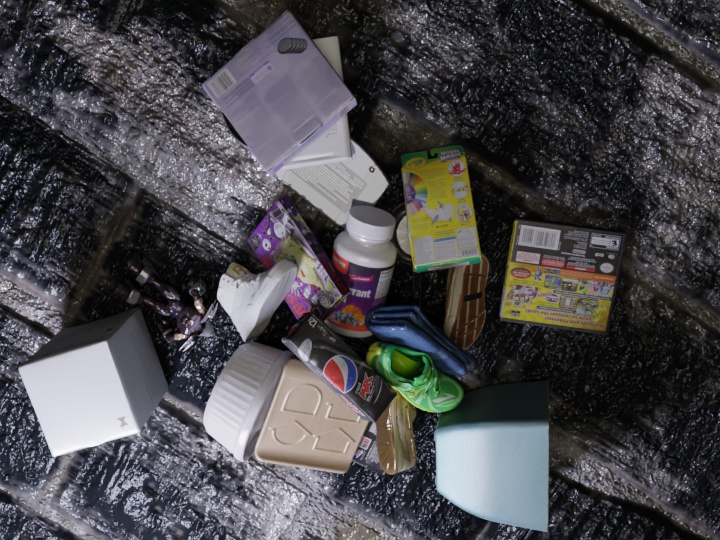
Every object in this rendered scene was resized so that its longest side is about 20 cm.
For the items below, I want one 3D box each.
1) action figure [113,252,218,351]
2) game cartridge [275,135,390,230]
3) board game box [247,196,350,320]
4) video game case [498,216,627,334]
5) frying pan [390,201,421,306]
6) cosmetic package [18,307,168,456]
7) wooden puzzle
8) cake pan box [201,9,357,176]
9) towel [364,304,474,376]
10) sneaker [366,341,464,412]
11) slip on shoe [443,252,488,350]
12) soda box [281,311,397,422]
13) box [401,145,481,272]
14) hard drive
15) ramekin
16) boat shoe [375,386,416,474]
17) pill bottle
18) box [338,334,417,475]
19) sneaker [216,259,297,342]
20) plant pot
[{"bbox_3d":[-0.334,0.058,1.596,0.198,0.069,0.131,36,95,-10],"label":"action figure"},{"bbox_3d":[-0.052,-0.173,1.542,0.199,0.041,0.134,38,106,-6],"label":"game cartridge"},{"bbox_3d":[-0.107,-0.009,1.523,0.202,0.032,0.120,55,135,15],"label":"board game box"},{"bbox_3d":[0.351,0.010,1.573,0.195,0.026,0.185,7,103,0],"label":"video game case"},{"bbox_3d":[0.085,-0.030,1.575,0.113,0.031,0.194,21,101,-1],"label":"frying pan"},{"bbox_3d":[-0.454,0.188,1.562,0.164,0.200,0.170,-16,103,5],"label":"cosmetic package"},{"bbox_3d":[-0.075,0.249,1.564,0.181,0.047,0.204,12,114,-20],"label":"wooden puzzle"},{"bbox_3d":[-0.133,-0.283,1.459,0.199,0.052,0.185,-40,82,1],"label":"cake pan box"},{"bbox_3d":[0.100,0.119,1.527,0.199,0.110,0.049,38,60,-42],"label":"towel"},{"bbox_3d":[0.099,0.183,1.513,0.198,0.083,0.075,29,70,-24],"label":"sneaker"},{"bbox_3d":[0.177,0.049,1.575,0.074,0.061,0.204,-11,123,-21],"label":"slip on shoe"},{"bbox_3d":[-0.035,0.159,1.479,0.200,0.071,0.064,44,75,-10],"label":"soda box"},{"bbox_3d":[0.133,-0.106,1.510,0.114,0.048,0.205,-8,75,5],"label":"box"},{"bbox_3d":[-0.088,-0.276,1.492,0.128,0.027,0.205,-7,86,4],"label":"hard drive"},{"bbox_3d":[-0.195,0.219,1.565,0.093,0.202,0.206,25,104,7],"label":"ramekin"},{"bbox_3d":[0.061,0.250,1.580,0.063,0.071,0.205,-8,97,-33],"label":"boat shoe"},{"bbox_3d":[0.000,0.000,1.526,0.109,0.112,0.204,12,114,-1],"label":"pill bottle"},{"bbox_3d":[-0.003,0.240,1.631,0.195,0.050,0.203,25,103,-3],"label":"box"},{"bbox_3d":[-0.187,0.023,1.537,0.116,0.073,0.201,50,132,14],"label":"sneaker"},{"bbox_3d":[0.231,0.315,1.572,0.195,0.196,0.201,0,104,11],"label":"plant pot"}]
